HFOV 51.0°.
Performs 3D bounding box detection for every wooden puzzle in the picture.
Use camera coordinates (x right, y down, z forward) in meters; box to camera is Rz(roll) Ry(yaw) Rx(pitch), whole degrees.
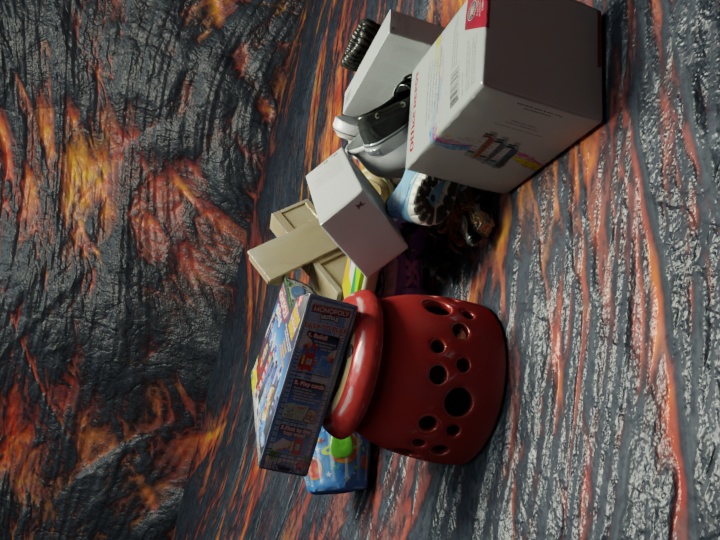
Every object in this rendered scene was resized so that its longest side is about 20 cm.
[{"bbox_3d":[0.000,0.000,1.140,0.200,0.037,0.186,-92,12,-62],"label":"wooden puzzle"}]

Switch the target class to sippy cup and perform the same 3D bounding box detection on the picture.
[{"bbox_3d":[-0.040,0.283,1.192,0.139,0.178,0.131,-13,69,25],"label":"sippy cup"}]

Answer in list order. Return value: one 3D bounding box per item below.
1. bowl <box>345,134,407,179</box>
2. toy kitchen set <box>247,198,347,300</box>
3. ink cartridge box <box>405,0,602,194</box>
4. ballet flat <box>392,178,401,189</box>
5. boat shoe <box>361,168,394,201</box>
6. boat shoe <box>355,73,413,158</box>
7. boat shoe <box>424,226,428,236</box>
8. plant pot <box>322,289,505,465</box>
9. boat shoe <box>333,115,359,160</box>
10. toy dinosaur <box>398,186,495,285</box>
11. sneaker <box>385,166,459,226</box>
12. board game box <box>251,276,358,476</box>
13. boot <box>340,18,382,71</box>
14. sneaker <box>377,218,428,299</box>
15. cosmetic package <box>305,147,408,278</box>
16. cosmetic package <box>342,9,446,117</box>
[{"bbox_3d":[0.085,-0.190,1.110,0.200,0.091,0.201,-28,17,9],"label":"bowl"},{"bbox_3d":[-0.114,0.020,1.350,0.200,0.163,0.181,50,148,24],"label":"toy kitchen set"},{"bbox_3d":[0.156,-0.201,0.860,0.200,0.144,0.146,141,138,-63],"label":"ink cartridge box"},{"bbox_3d":[0.045,-0.138,1.340,0.067,0.068,0.200,-62,17,-21],"label":"ballet flat"},{"bbox_3d":[0.002,-0.103,1.277,0.076,0.072,0.200,-46,-8,-24],"label":"boat shoe"},{"bbox_3d":[0.069,-0.220,0.973,0.068,0.057,0.200,1,38,48],"label":"boat shoe"},{"bbox_3d":[0.056,-0.069,1.218,0.200,0.068,0.075,134,145,-60],"label":"boat shoe"},{"bbox_3d":[0.051,0.120,0.912,0.200,0.182,0.201,-165,90,-73],"label":"plant pot"},{"bbox_3d":[0.016,-0.207,1.263,0.072,0.200,0.066,31,104,27],"label":"boat shoe"},{"bbox_3d":[0.116,-0.064,1.028,0.136,0.102,0.200,-54,4,7],"label":"toy dinosaur"},{"bbox_3d":[0.096,-0.137,0.987,0.090,0.079,0.200,-1,39,47],"label":"sneaker"},{"bbox_3d":[-0.070,0.098,0.899,0.200,0.061,0.201,-112,41,-63],"label":"board game box"},{"bbox_3d":[0.032,-0.332,1.332,0.080,0.157,0.211,-94,24,-44],"label":"boot"},{"bbox_3d":[0.067,0.021,1.120,0.088,0.080,0.201,-154,73,-66],"label":"sneaker"},{"bbox_3d":[-0.009,-0.083,1.020,0.071,0.102,0.200,-37,24,8],"label":"cosmetic package"},{"bbox_3d":[0.076,-0.301,1.183,0.200,0.150,0.052,131,149,-56],"label":"cosmetic package"}]
